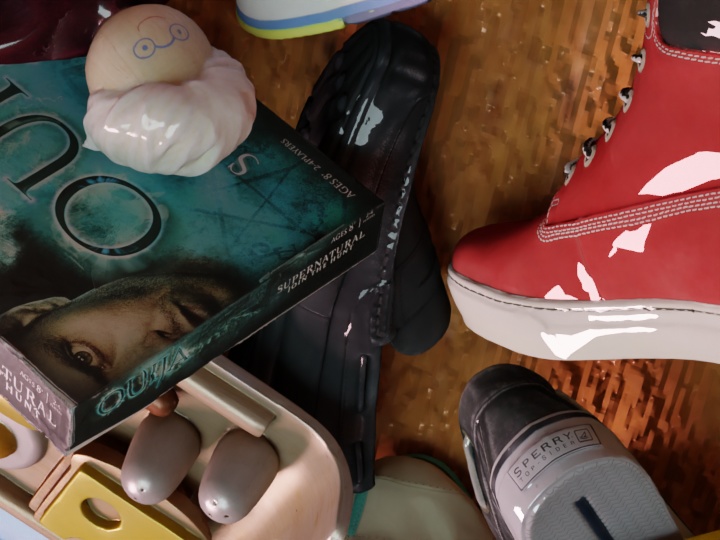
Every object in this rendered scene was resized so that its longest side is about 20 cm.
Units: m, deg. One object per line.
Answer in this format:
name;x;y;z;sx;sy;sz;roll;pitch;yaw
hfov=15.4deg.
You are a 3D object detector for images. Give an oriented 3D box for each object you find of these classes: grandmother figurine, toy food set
grandmother figurine;-0.104;-0.109;0.842;0.200;0.121;0.061;52;168;15
toy food set;-0.115;0.067;0.949;0.199;0.061;0.144;35;138;-6

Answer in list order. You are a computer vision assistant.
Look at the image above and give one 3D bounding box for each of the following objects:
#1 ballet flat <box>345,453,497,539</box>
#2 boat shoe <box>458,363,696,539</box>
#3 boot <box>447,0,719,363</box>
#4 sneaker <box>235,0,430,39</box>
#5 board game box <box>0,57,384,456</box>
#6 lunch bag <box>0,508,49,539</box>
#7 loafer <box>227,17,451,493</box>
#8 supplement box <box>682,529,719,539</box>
ballet flat;0.054;0.160;1.028;0.069;0.070;0.200;-28;110;38
boat shoe;0.090;0.099;0.964;0.072;0.071;0.200;-28;138;-2
boot;0.091;-0.046;0.849;0.199;0.072;0.145;0;105;54
sneaker;0.029;-0.130;0.788;0.199;0.074;0.083;-14;115;32
board game box;-0.109;-0.040;0.864;0.200;0.135;0.028;39;144;24
lunch bag;-0.135;0.080;1.060;0.150;0.094;0.200;34;120;-2
loafer;0.000;0.000;0.939;0.070;0.068;0.201;11;127;-9
supplement box;0.121;0.200;0.934;0.109;0.109;0.201;-14;133;-14
